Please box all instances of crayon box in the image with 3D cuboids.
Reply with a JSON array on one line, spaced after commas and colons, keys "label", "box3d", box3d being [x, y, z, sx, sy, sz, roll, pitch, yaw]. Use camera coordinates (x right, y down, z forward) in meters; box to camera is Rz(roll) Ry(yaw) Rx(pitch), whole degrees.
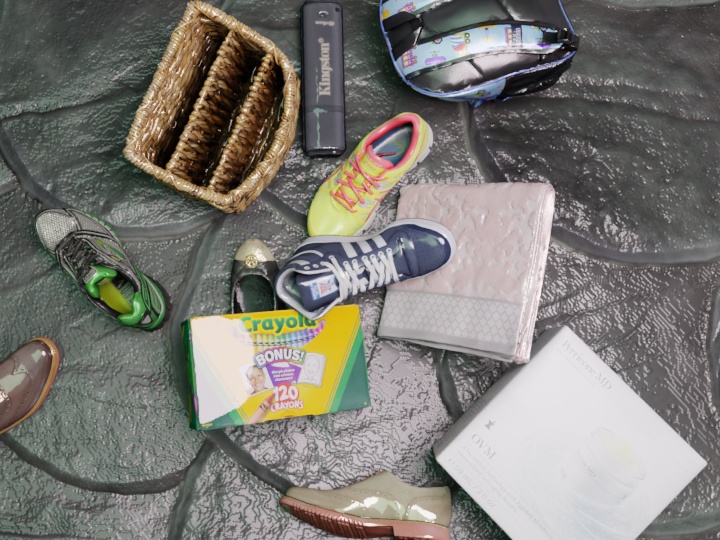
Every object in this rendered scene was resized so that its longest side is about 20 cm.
[{"label": "crayon box", "box3d": [-0.094, 0.106, 0.854, 0.199, 0.058, 0.120, -4, 82, -23]}]

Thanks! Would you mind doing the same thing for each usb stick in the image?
[{"label": "usb stick", "box3d": [-0.046, -0.237, 0.940, 0.055, 0.033, 0.202, -2, 83, 2]}]

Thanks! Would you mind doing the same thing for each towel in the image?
[{"label": "towel", "box3d": [0.111, -0.005, 0.851, 0.199, 0.032, 0.192, 5, 83, 41]}]

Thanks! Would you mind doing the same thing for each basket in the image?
[{"label": "basket", "box3d": [-0.157, -0.176, 0.884, 0.142, 0.149, 0.201, 24, 85, 6]}]

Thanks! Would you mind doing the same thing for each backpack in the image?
[{"label": "backpack", "box3d": [0.126, -0.276, 0.880, 0.199, 0.135, 0.184, -19, 83, 1]}]

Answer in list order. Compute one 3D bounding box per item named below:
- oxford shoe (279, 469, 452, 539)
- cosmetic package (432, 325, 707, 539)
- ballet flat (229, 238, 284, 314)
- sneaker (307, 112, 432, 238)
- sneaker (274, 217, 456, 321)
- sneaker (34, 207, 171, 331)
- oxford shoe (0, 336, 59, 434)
[{"label": "oxford shoe", "box3d": [0.008, 0.267, 0.875, 0.198, 0.071, 0.074, 9, 59, 6]}, {"label": "cosmetic package", "box3d": [0.217, 0.200, 0.830, 0.199, 0.123, 0.200, 44, 87, 7]}, {"label": "ballet flat", "box3d": [-0.126, 0.061, 0.901, 0.066, 0.057, 0.202, -1, 84, 5]}, {"label": "sneaker", "box3d": [0.005, -0.113, 0.894, 0.078, 0.090, 0.200, 39, 89, 5]}, {"label": "sneaker", "box3d": [0.000, 0.000, 0.828, 0.199, 0.109, 0.071, -6, 113, 26]}, {"label": "sneaker", "box3d": [-0.312, -0.008, 0.908, 0.200, 0.085, 0.078, 39, 88, 8]}, {"label": "oxford shoe", "box3d": [-0.440, 0.161, 0.905, 0.071, 0.073, 0.200, 40, 88, 8]}]
